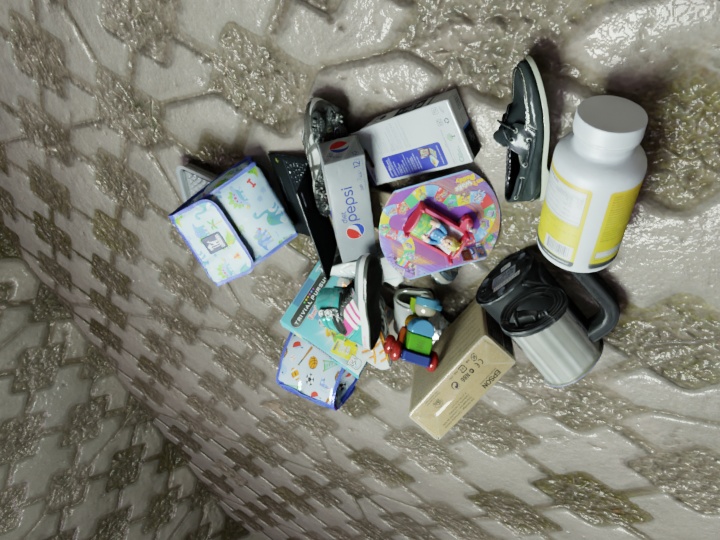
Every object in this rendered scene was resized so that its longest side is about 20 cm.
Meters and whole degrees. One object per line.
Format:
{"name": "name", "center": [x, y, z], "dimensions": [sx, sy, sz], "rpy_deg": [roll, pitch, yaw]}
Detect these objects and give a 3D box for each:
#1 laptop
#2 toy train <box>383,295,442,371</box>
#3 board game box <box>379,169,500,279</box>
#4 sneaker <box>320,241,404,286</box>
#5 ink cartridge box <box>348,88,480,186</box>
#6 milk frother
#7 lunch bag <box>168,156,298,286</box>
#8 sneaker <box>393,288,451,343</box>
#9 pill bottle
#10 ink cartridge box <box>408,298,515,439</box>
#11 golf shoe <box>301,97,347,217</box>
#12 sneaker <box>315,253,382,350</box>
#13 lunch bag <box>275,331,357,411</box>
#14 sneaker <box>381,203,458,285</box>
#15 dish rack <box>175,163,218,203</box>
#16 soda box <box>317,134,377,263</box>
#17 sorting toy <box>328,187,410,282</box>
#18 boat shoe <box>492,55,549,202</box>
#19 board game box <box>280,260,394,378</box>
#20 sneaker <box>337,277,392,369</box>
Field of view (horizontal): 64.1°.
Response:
{"name": "laptop", "center": [-0.115, -0.103, 1.058], "dimensions": [0.196, 0.103, 0.182], "rpy_deg": [19, 137, 42]}
{"name": "toy train", "center": [0.094, 0.102, 1.042], "dimensions": [0.082, 0.120, 0.200], "rpy_deg": [16, 180, -6]}
{"name": "board game box", "center": [0.125, -0.059, 0.886], "dimensions": [0.193, 0.039, 0.162], "rpy_deg": [-15, 121, 4]}
{"name": "sneaker", "center": [0.000, 0.000, 1.069], "dimensions": [0.196, 0.071, 0.082], "rpy_deg": [-1, 130, 46]}
{"name": "ink cartridge box", "center": [0.079, -0.198, 0.879], "dimensions": [0.195, 0.039, 0.101], "rpy_deg": [-6, 125, 42]}
{"name": "milk frother", "center": [0.281, 0.091, 0.864], "dimensions": [0.188, 0.202, 0.179], "rpy_deg": [45, 139, -10]}
{"name": "lunch bag", "center": [-0.246, -0.092, 1.121], "dimensions": [0.173, 0.197, 0.127], "rpy_deg": [59, 174, -23]}
{"name": "sneaker", "center": [0.145, 0.106, 1.103], "dimensions": [0.195, 0.074, 0.118], "rpy_deg": [22, 143, 25]}
{"name": "pill bottle", "center": [0.292, -0.106, 0.724], "dimensions": [0.109, 0.113, 0.204], "rpy_deg": [20, 139, 23]}
{"name": "ink cartridge box", "center": [0.172, 0.163, 0.997], "dimensions": [0.074, 0.165, 0.202], "rpy_deg": [36, 112, -5]}
{"name": "golf shoe", "center": [-0.058, -0.194, 0.975], "dimensions": [0.095, 0.075, 0.206], "rpy_deg": [-126, 29, -47]}
{"name": "sneaker", "center": [-0.024, 0.045, 1.026], "dimensions": [0.117, 0.084, 0.205], "rpy_deg": [16, 131, 20]}
{"name": "lunch bag", "center": [-0.078, 0.189, 1.267], "dimensions": [0.165, 0.204, 0.125], "rpy_deg": [15, 154, 27]}
{"name": "sneaker", "center": [0.121, -0.055, 0.955], "dimensions": [0.085, 0.079, 0.200], "rpy_deg": [-36, 127, 12]}
{"name": "dish rack", "center": [-0.312, -0.146, 1.269], "dimensions": [0.195, 0.044, 0.175], "rpy_deg": [24, 141, 20]}
{"name": "soda box", "center": [-0.019, -0.113, 0.946], "dimensions": [0.066, 0.065, 0.204], "rpy_deg": [-14, 133, -4]}
{"name": "sorting toy", "center": [0.011, -0.082, 1.066], "dimensions": [0.195, 0.037, 0.189], "rpy_deg": [21, 139, 31]}
{"name": "boat shoe", "center": [0.206, -0.173, 0.753], "dimensions": [0.064, 0.076, 0.203], "rpy_deg": [-14, 135, 5]}
{"name": "board game box", "center": [-0.046, 0.100, 1.193], "dimensions": [0.196, 0.153, 0.047], "rpy_deg": [32, 164, 9]}
{"name": "sneaker", "center": [0.025, 0.094, 1.136], "dimensions": [0.077, 0.076, 0.206], "rpy_deg": [-27, 80, 48]}
